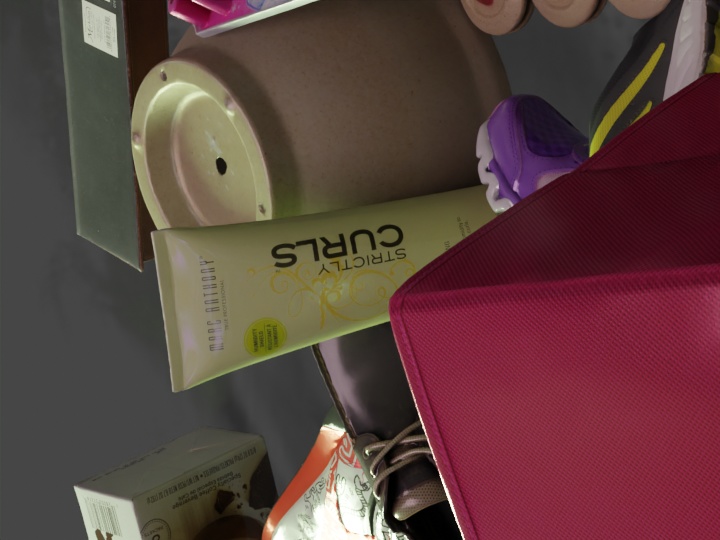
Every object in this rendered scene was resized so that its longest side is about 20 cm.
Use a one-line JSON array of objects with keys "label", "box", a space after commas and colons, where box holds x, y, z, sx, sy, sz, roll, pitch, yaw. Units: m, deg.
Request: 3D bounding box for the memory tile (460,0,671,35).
[{"label": "memory tile", "box": [0.078, -0.208, 0.725, 0.153, 0.017, 0.202, 6, 112, 55]}]

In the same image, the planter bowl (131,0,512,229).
[{"label": "planter bowl", "box": [-0.035, -0.067, 0.848, 0.200, 0.134, 0.202, 27, 127, 42]}]

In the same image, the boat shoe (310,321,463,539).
[{"label": "boat shoe", "box": [0.040, 0.094, 0.791, 0.074, 0.073, 0.201, -36, 91, 16]}]

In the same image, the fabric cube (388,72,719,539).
[{"label": "fabric cube", "box": [0.165, 0.048, 0.468, 0.199, 0.200, 0.197, -6, 111, 46]}]

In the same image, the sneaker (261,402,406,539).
[{"label": "sneaker", "box": [0.007, 0.158, 0.961, 0.108, 0.067, 0.202, 50, 137, 26]}]

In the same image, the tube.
[{"label": "tube", "box": [0.000, 0.000, 0.763, 0.052, 0.199, 0.058, 121, 132, -59]}]

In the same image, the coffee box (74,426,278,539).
[{"label": "coffee box", "box": [-0.105, 0.222, 1.094, 0.080, 0.113, 0.201, 2, 110, 50]}]

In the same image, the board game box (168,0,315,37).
[{"label": "board game box", "box": [-0.012, -0.217, 0.731, 0.199, 0.026, 0.201, -4, 69, 56]}]

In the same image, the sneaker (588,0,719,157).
[{"label": "sneaker", "box": [0.124, -0.035, 0.643, 0.074, 0.201, 0.085, 32, 156, -11]}]

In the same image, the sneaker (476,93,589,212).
[{"label": "sneaker", "box": [0.134, -0.018, 0.717, 0.200, 0.080, 0.089, 51, 127, 26]}]

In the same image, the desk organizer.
[{"label": "desk organizer", "box": [-0.130, -0.112, 0.989, 0.072, 0.077, 0.201, 26, 126, 41]}]
